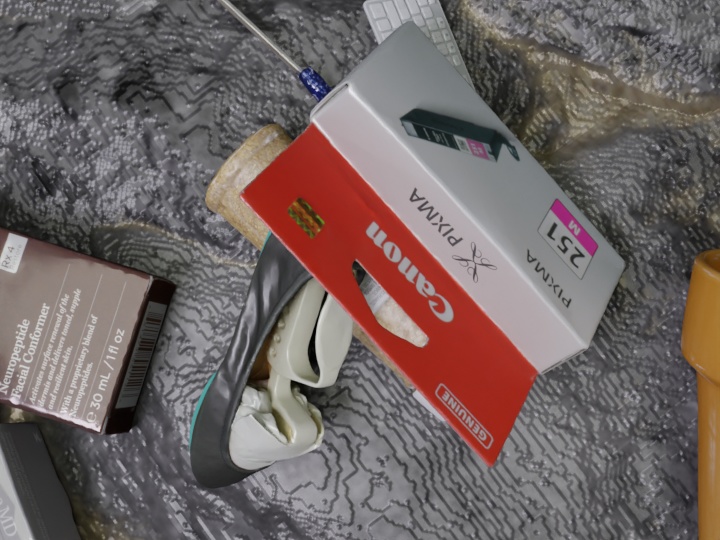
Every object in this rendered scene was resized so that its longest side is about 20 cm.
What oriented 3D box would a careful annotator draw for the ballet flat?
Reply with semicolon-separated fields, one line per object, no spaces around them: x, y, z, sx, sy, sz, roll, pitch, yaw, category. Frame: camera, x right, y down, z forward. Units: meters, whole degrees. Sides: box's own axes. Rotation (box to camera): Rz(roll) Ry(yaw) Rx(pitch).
-0.047;0.059;0.705;0.068;0.068;0.201;42;124;39;ballet flat

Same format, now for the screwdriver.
-0.046;-0.137;0.779;0.200;0.028;0.029;47;117;2;screwdriver

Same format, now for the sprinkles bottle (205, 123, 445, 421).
0.000;0.000;0.749;0.200;0.068;0.068;42;88;5;sprinkles bottle

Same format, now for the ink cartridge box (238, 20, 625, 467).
0.049;-0.022;0.686;0.200;0.174;0.044;47;129;-8;ink cartridge box

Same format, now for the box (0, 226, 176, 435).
-0.224;0.022;0.754;0.199;0.075;0.101;17;86;5;box

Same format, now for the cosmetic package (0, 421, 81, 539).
-0.273;0.175;0.737;0.199;0.090;0.107;-26;82;3;cosmetic package

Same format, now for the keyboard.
0.060;-0.078;0.767;0.056;0.011;0.201;-18;83;-38;keyboard

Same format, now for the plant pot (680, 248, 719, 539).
0.265;0.100;0.681;0.199;0.200;0.184;9;102;3;plant pot
